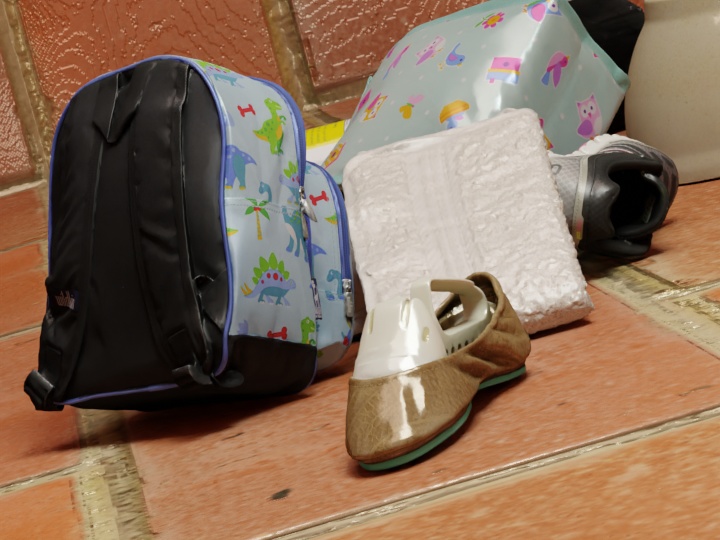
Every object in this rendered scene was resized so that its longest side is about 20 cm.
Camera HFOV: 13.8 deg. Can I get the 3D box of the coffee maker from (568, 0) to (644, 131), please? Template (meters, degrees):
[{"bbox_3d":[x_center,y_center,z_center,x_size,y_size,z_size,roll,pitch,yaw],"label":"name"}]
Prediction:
[{"bbox_3d":[0.154,-0.166,2.563,0.199,0.136,0.192,-21,11,-34],"label":"coffee maker"}]

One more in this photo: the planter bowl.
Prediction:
[{"bbox_3d":[0.285,-0.155,2.235,0.199,0.136,0.200,-14,7,2],"label":"planter bowl"}]

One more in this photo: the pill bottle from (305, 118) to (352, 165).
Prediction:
[{"bbox_3d":[-0.040,-0.052,2.246,0.199,0.105,0.104,-13,8,8],"label":"pill bottle"}]

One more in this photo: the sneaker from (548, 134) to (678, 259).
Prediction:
[{"bbox_3d":[0.168,-0.044,1.928,0.087,0.074,0.200,15,10,30],"label":"sneaker"}]

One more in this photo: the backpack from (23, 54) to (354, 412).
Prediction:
[{"bbox_3d":[-0.100,-0.020,1.786,0.182,0.201,0.146,-10,-11,42],"label":"backpack"}]

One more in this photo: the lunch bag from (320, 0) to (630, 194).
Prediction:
[{"bbox_3d":[0.059,-0.087,2.032,0.199,0.122,0.171,-5,48,46],"label":"lunch bag"}]

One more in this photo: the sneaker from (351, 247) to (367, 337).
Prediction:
[{"bbox_3d":[0.000,0.000,1.903,0.199,0.080,0.074,-17,9,0],"label":"sneaker"}]

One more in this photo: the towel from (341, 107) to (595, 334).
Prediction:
[{"bbox_3d":[0.060,-0.023,1.796,0.132,0.035,0.201,-16,38,2],"label":"towel"}]

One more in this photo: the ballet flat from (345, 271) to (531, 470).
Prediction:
[{"bbox_3d":[0.036,0.043,1.552,0.067,0.073,0.200,-10,10,27],"label":"ballet flat"}]
